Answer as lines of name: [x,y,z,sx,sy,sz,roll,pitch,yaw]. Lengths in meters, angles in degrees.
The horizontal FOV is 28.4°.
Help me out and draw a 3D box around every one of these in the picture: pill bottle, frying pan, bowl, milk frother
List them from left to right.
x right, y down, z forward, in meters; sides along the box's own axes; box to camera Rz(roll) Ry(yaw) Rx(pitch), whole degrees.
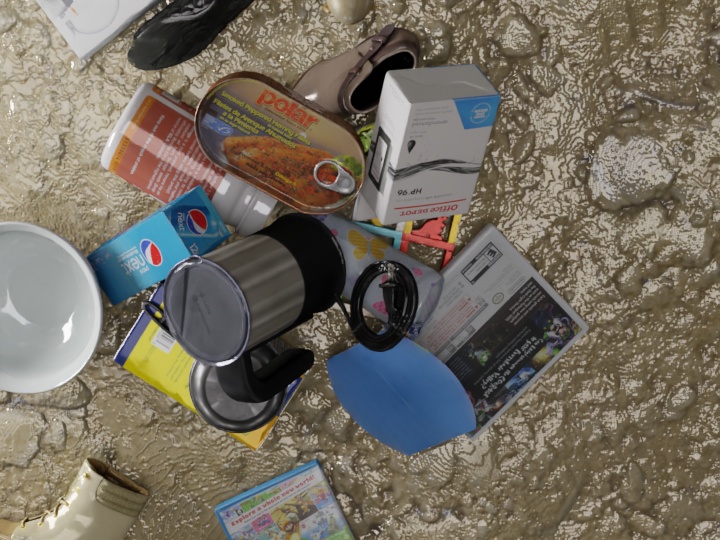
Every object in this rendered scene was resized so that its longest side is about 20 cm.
bowl: [-0.381,0.034,1.659,0.198,0.090,0.204,2,104,8]
pill bottle: [-0.188,-0.118,1.635,0.198,0.112,0.113,31,97,-5]
frying pan: [-0.155,0.096,1.603,0.114,0.031,0.192,-27,101,1]
milk frother: [-0.069,0.033,1.516,0.198,0.188,0.182,-22,94,37]

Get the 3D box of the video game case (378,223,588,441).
video game case: [0.144,0.075,1.703,0.200,0.023,0.182,-44,106,5]

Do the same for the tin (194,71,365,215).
tin: [-0.085,-0.141,1.559,0.198,0.042,0.113,29,118,-10]

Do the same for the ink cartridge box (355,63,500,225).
ink cartridge box: [0.071,-0.122,1.579,0.115,0.068,0.202,-8,133,-25]

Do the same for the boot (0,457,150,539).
boot: [-0.368,0.291,1.716,0.198,0.073,0.157,26,98,-6]

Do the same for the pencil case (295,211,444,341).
pencil case: [0.000,0.000,1.641,0.199,0.083,0.091,32,138,12]

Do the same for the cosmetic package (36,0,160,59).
cosmetic package: [-0.319,-0.367,1.626,0.150,0.052,0.201,-37,98,2]

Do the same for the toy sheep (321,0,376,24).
toy sheep: [-0.017,-0.375,1.588,0.136,0.138,0.203,-2,90,-1]

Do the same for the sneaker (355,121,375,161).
sneaker: [0.009,-0.143,1.642,0.197,0.077,0.076,-19,68,-4]

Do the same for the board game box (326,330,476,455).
board game box: [0.053,0.134,1.675,0.158,0.039,0.199,48,140,-10]

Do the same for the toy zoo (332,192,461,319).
toy zoo: [0.049,-0.040,1.697,0.129,0.020,0.203,13,99,-3]

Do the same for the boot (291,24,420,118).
boot: [-0.016,-0.200,1.605,0.070,0.146,0.200,42,97,-20]

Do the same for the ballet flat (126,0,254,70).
ballet flat: [-0.187,-0.298,1.647,0.199,0.057,0.067,-35,126,9]

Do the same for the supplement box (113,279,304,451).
supplement box: [-0.173,0.103,1.671,0.199,0.109,0.110,33,97,-6]

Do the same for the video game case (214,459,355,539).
video game case: [-0.075,0.352,1.759,0.142,0.018,0.202,-24,99,4]

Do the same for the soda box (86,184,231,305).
soda box: [-0.232,-0.026,1.612,0.064,0.199,0.068,-39,100,-38]
